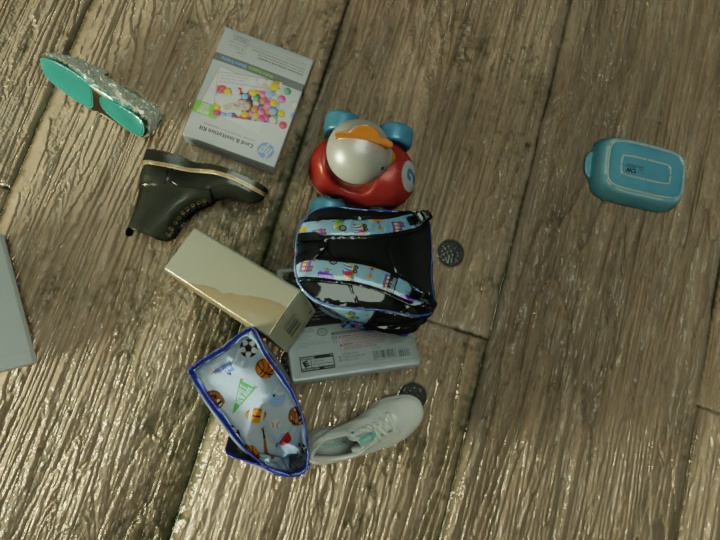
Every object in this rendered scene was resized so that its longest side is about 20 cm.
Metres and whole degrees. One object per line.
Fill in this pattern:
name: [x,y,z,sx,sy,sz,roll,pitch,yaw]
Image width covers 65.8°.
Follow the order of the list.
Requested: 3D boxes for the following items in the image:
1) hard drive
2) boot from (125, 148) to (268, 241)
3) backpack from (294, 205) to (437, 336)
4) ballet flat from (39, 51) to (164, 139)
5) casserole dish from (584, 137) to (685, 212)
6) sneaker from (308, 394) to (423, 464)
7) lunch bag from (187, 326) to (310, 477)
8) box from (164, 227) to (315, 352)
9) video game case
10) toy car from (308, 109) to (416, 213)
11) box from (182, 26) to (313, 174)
hard drive: [-0.556,0.053,0.788,0.132,0.026,0.201,-13,83,-45]
boot: [-0.255,-0.096,0.871,0.199,0.077,0.139,14,84,7]
backpack: [0.000,0.000,0.818,0.199,0.135,0.183,5,64,-10]
ballet flat: [-0.401,-0.280,0.882,0.200,0.072,0.072,34,78,-4]
casserole dish: [0.506,-0.177,1.008,0.199,0.039,0.122,11,80,-6]
sneaker: [0.011,0.249,0.844,0.199,0.088,0.075,-21,84,-11]
lunch bag: [-0.146,0.194,0.787,0.124,0.170,0.200,-35,91,-13]
box: [-0.174,0.028,0.813,0.200,0.095,0.078,29,75,21]
video game case: [-0.021,0.074,0.867,0.199,0.023,0.182,-6,66,-14]
toy car: [0.012,-0.168,0.850,0.176,0.200,0.185,10,81,-7]
box: [-0.182,-0.280,0.919,0.155,0.041,0.201,20,80,-5]
